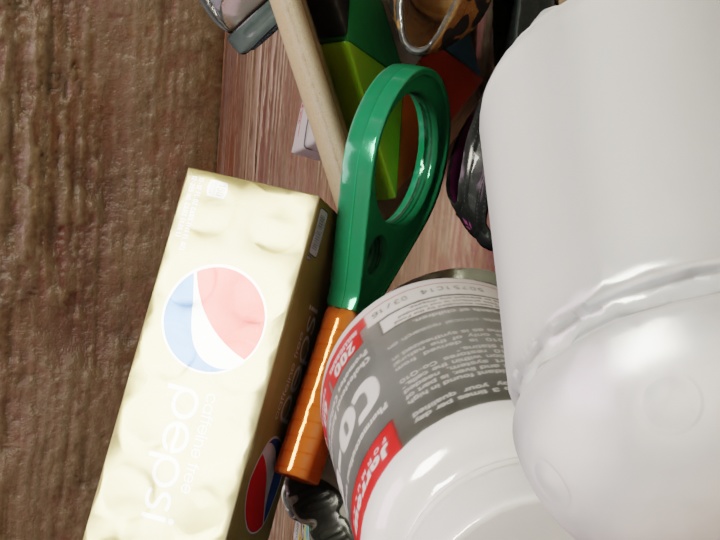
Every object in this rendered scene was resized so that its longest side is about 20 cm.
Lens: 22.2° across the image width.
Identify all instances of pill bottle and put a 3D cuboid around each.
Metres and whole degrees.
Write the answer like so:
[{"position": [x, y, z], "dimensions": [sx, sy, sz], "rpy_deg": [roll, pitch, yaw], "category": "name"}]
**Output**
[{"position": [0.050, 0.087, 0.734], "dimensions": [0.200, 0.113, 0.114], "rpy_deg": [-112, 26, -69], "category": "pill bottle"}]

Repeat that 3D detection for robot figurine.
[{"position": [0.093, -0.001, 0.494], "dimensions": [0.170, 0.112, 0.201], "rpy_deg": [120, 153, -54], "category": "robot figurine"}]

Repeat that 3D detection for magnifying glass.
[{"position": [0.000, 0.000, 0.847], "dimensions": [0.080, 0.022, 0.201], "rpy_deg": [37, -113, -62], "category": "magnifying glass"}]

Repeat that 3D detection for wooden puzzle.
[{"position": [0.013, -0.127, 0.920], "dimensions": [0.200, 0.037, 0.186], "rpy_deg": [-60, -41, -52], "category": "wooden puzzle"}]

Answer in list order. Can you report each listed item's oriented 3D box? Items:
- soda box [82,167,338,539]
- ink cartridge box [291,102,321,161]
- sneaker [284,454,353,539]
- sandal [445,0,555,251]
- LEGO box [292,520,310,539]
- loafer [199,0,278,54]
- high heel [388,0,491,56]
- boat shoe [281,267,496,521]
[{"position": [-0.066, 0.061, 0.837], "dimensions": [0.064, 0.067, 0.201], "rpy_deg": [43, -119, -72], "category": "soda box"}, {"position": [0.007, -0.122, 1.135], "dimensions": [0.200, 0.068, 0.116], "rpy_deg": [174, 110, -81], "category": "ink cartridge box"}, {"position": [-0.016, 0.060, 0.909], "dimensions": [0.083, 0.080, 0.201], "rpy_deg": [36, -147, -68], "category": "sneaker"}, {"position": [0.065, -0.067, 0.878], "dimensions": [0.075, 0.048, 0.201], "rpy_deg": [116, 155, -67], "category": "sandal"}, {"position": [0.010, 0.200, 1.068], "dimensions": [0.200, 0.077, 0.149], "rpy_deg": [-97, 14, -46], "category": "LEGO box"}, {"position": [-0.018, -0.210, 1.049], "dimensions": [0.200, 0.063, 0.072], "rpy_deg": [-42, 5, 17], "category": "loafer"}, {"position": [0.049, -0.200, 0.837], "dimensions": [0.200, 0.071, 0.143], "rpy_deg": [90, -165, -53], "category": "high heel"}, {"position": [0.016, 0.066, 0.971], "dimensions": [0.200, 0.072, 0.068], "rpy_deg": [-43, 43, 40], "category": "boat shoe"}]
